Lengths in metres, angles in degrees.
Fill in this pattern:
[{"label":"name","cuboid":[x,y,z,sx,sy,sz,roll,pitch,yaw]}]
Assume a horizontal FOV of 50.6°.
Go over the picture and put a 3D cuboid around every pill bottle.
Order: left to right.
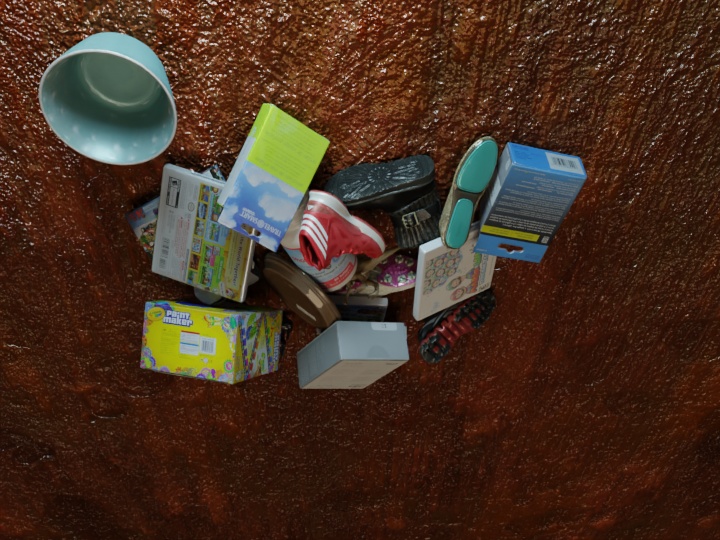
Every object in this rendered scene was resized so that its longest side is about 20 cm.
[{"label":"pill bottle","cuboid":[-0.088,-0.061,1.376,0.106,0.111,0.201,-16,137,16]}]

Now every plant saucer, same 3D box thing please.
[{"label":"plant saucer","cuboid":[-0.116,0.047,1.462,0.198,0.030,0.201,37,161,15]}]

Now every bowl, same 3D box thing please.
[{"label":"bowl","cuboid":[-0.366,-0.269,1.136,0.195,0.107,0.204,-2,139,-1]}]

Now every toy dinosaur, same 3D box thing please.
[{"label":"toy dinosaur","cuboid":[0.000,0.000,1.443,0.195,0.103,0.058,-21,150,10]}]

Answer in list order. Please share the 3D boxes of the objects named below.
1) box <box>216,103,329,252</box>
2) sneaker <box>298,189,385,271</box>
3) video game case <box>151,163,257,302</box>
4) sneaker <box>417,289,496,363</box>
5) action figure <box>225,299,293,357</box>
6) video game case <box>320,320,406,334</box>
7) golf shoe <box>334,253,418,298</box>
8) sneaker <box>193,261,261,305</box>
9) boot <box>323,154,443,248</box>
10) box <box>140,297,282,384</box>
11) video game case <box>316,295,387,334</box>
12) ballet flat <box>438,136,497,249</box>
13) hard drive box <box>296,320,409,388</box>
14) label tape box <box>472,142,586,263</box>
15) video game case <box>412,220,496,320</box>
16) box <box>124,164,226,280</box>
[{"label":"box","cuboid":[-0.145,-0.149,1.235,0.120,0.047,0.204,26,90,-29]},{"label":"sneaker","cuboid":[-0.041,-0.041,1.304,0.077,0.118,0.199,9,160,46]},{"label":"video game case","cuboid":[-0.268,-0.062,1.319,0.177,0.023,0.205,18,115,6]},{"label":"sneaker","cuboid":[0.195,0.102,1.603,0.200,0.098,0.071,-41,117,7]},{"label":"action figure","cuboid":[-0.241,0.122,1.583,0.195,0.104,0.120,13,130,-19]},{"label":"video game case","cuboid":[-0.004,0.163,1.648,0.176,0.037,0.201,4,154,-8]},{"label":"golf shoe","cuboid":[0.036,0.020,1.512,0.194,0.077,0.092,-5,150,13]},{"label":"sneaker","cuboid":[-0.228,-0.031,1.441,0.078,0.129,0.204,25,102,20]},{"label":"boot","cuboid":[0.048,-0.108,1.351,0.205,0.081,0.160,-8,138,7]},{"label":"box","cuboid":[-0.277,0.127,1.442,0.194,0.126,0.192,6,-178,18]},{"label":"video game case","cuboid":[-0.021,0.096,1.576,0.139,0.019,0.201,3,157,-3]},{"label":"ballet flat","cuboid":[0.179,-0.139,1.322,0.069,0.065,0.204,15,107,-19]},{"label":"hard drive box","cuboid":[-0.019,0.171,1.510,0.152,0.079,0.200,4,156,-29]},{"label":"label tape box","cuboid":[0.291,-0.117,1.353,0.140,0.064,0.203,9,133,-12]},{"label":"video game case","cuboid":[0.185,-0.004,1.457,0.178,0.024,0.203,-23,143,-19]},{"label":"box","cuboid":[-0.304,-0.082,1.354,0.196,0.038,0.139,-23,105,22]}]
